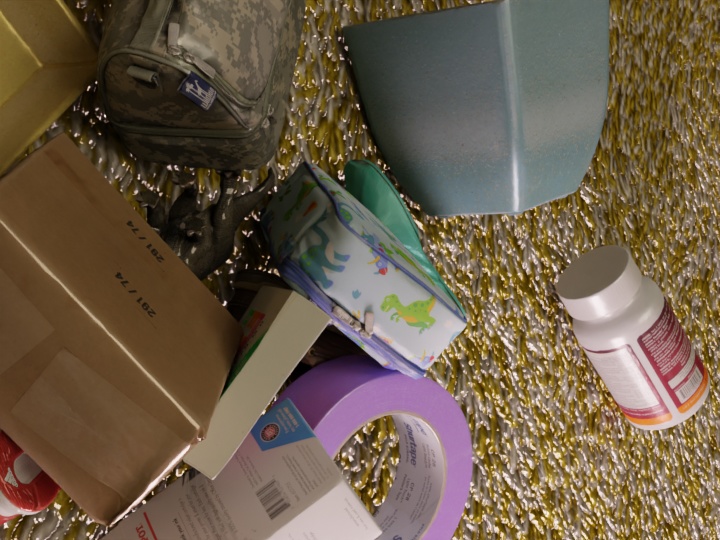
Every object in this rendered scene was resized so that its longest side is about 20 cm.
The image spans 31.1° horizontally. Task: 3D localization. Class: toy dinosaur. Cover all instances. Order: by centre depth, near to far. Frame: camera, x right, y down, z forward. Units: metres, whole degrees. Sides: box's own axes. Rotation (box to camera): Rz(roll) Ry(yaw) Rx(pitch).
[{"bbox_3d":[-0.134,-0.024,1.035,0.201,0.076,0.103,-63,168,-49],"label":"toy dinosaur"}]

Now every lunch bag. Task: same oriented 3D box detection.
[{"bbox_3d":[-0.124,-0.192,0.982,0.168,0.138,0.202,72,27,-66],"label":"lunch bag"},{"bbox_3d":[0.000,0.000,1.077,0.160,0.200,0.083,38,97,-24],"label":"lunch bag"}]

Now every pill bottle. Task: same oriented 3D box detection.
[{"bbox_3d":[0.307,0.075,1.463,0.201,0.109,0.110,55,47,-24],"label":"pill bottle"}]

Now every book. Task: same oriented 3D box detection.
[{"bbox_3d":[-0.082,0.078,0.949,0.048,0.200,0.134,36,84,-7],"label":"book"}]

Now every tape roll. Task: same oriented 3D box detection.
[{"bbox_3d":[0.000,0.176,1.088,0.199,0.065,0.202,-12,109,-36],"label":"tape roll"}]

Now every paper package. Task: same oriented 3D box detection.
[{"bbox_3d":[-0.185,0.031,0.853,0.200,0.103,0.191,47,14,-11],"label":"paper package"}]

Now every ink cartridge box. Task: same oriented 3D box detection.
[{"bbox_3d":[-0.098,0.198,0.931,0.199,0.116,0.068,-36,124,-5],"label":"ink cartridge box"}]

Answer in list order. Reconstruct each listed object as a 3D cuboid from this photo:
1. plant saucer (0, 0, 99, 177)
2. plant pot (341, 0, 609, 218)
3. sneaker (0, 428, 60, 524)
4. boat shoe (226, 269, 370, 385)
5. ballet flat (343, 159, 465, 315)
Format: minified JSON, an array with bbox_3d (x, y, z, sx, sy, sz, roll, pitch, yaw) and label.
[{"bbox_3d":[-0.301,-0.162,0.895,0.201,0.048,0.200,55,48,-25],"label":"plant saucer"},{"bbox_3d":[0.126,-0.160,1.265,0.195,0.195,0.202,-19,104,-48],"label":"plant pot"},{"bbox_3d":[-0.247,0.133,0.881,0.200,0.115,0.079,-5,72,-80],"label":"sneaker"},{"bbox_3d":[-0.041,0.074,1.118,0.200,0.072,0.068,36,67,-33],"label":"boat shoe"},{"bbox_3d":[0.029,-0.007,1.213,0.070,0.067,0.201,-42,111,-28],"label":"ballet flat"}]
